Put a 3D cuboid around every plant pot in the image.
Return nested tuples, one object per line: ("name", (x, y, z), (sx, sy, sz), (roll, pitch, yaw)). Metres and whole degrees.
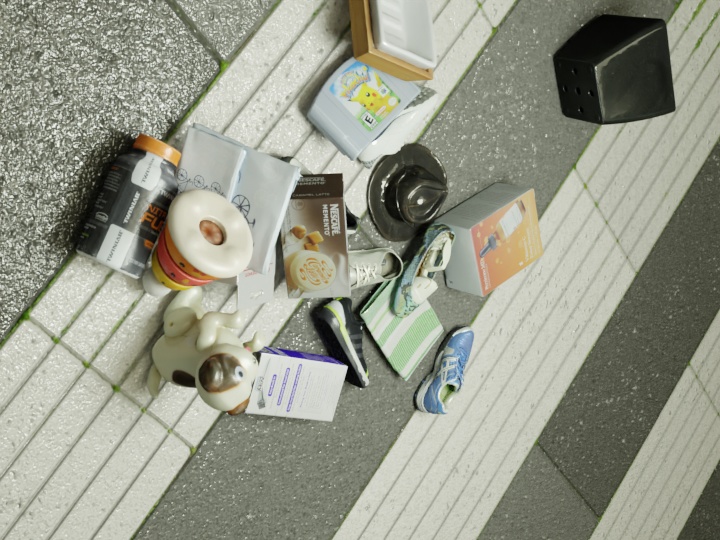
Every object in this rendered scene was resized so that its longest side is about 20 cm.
("plant pot", (0.529, -0.413, 2.029), (0.175, 0.199, 0.203), (-27, 117, -18))

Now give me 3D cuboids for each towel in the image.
("towel", (0.086, 0.101, 1.872), (0.153, 0.023, 0.201), (-50, 130, -25))

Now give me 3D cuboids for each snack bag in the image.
("snack bag", (-0.205, -0.105, 1.479), (0.021, 0.197, 0.192), (-31, 143, -72))

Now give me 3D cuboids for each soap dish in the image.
("soap dish", (0.051, -0.435, 1.645), (0.156, 0.081, 0.204), (12, 65, -41))

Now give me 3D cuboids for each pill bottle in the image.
("pill bottle", (-0.340, -0.100, 1.428), (0.105, 0.105, 0.203), (27, 83, -40))

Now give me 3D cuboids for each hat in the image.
("hat", (0.112, -0.144, 1.809), (0.198, 0.080, 0.205), (-10, 106, -38))

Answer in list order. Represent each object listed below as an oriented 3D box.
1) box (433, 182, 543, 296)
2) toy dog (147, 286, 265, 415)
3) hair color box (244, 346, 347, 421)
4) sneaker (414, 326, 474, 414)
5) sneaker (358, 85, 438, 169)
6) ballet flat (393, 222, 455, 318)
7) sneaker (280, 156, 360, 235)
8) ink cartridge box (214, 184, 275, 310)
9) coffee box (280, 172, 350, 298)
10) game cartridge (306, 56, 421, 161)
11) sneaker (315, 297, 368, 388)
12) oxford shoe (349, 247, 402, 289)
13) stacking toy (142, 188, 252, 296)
("box", (0.264, -0.066, 1.935), (0.199, 0.105, 0.155), (-32, 120, -32))
("toy dog", (-0.241, 0.140, 1.498), (0.193, 0.199, 0.141), (-39, 131, -20))
("hair color box", (-0.127, 0.203, 1.705), (0.198, 0.064, 0.111), (14, 95, -41))
("sneaker", (0.191, 0.211, 1.964), (0.075, 0.076, 0.202), (36, 76, -37))
("sneaker", (0.067, -0.270, 1.756), (0.199, 0.076, 0.081), (-36, 130, -20))
("ballet flat", (0.127, 0.001, 1.827), (0.074, 0.074, 0.203), (29, 79, -40))
("sneaker", (-0.071, -0.130, 1.653), (0.200, 0.079, 0.075), (46, 51, -38))
("ink cartridge box", (-0.194, -0.046, 1.563), (0.115, 0.066, 0.204), (-17, 113, -61))
("coffee box", (-0.076, -0.057, 1.611), (0.112, 0.080, 0.203), (-2, 126, 1))
("game cartridge", (0.003, -0.302, 1.669), (0.133, 0.040, 0.200), (42, 65, -1))
("sneaker", (-0.013, 0.131, 1.776), (0.083, 0.071, 0.202), (-42, 128, -28))
("oxford shoe", (0.000, 0.000, 1.768), (0.197, 0.057, 0.077), (-14, 113, -34))
("stacking toy", (-0.269, -0.016, 1.455), (0.145, 0.199, 0.148), (25, 46, -29))
